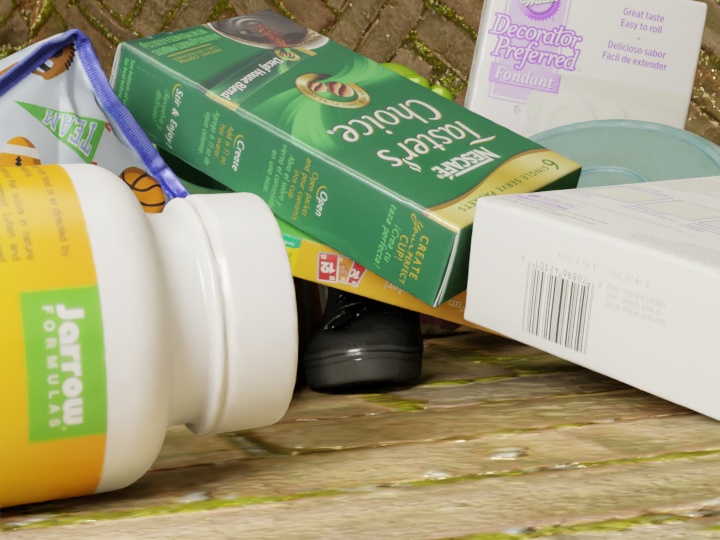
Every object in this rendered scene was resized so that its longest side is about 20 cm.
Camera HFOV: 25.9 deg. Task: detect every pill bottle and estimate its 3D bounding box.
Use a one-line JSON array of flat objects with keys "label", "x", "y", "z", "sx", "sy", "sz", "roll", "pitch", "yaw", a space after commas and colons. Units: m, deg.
[{"label": "pill bottle", "x": -0.127, "y": 0.023, "z": 0.513, "sx": 0.200, "sy": 0.111, "sz": 0.111, "roll": -6, "pitch": 3, "yaw": -21}]

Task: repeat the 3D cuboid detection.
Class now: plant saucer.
[{"label": "plant saucer", "x": 0.146, "y": -0.035, "z": 0.944, "sx": 0.200, "sy": 0.027, "sz": 0.200, "roll": -7, "pitch": 39, "yaw": 5}]

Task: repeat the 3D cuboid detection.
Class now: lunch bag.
[{"label": "lunch bag", "x": -0.200, "y": 0.003, "z": 0.700, "sx": 0.200, "sy": 0.124, "sz": 0.170, "roll": -43, "pitch": 17, "yaw": -33}]

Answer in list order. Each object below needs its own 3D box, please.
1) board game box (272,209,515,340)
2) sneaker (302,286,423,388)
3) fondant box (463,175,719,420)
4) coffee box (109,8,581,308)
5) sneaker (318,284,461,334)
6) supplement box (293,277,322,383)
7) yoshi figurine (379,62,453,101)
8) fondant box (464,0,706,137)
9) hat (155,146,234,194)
[{"label": "board game box", "x": 0.041, "y": -0.010, "z": 0.755, "sx": 0.200, "sy": 0.030, "sz": 0.096, "roll": 18, "pitch": 28, "yaw": -2}, {"label": "sneaker", "x": 0.003, "y": 0.000, "z": 0.822, "sx": 0.060, "sy": 0.105, "sz": 0.200, "roll": -5, "pitch": 3, "yaw": 6}, {"label": "fondant box", "x": 0.166, "y": 0.003, "z": 0.672, "sx": 0.200, "sy": 0.058, "sz": 0.144, "roll": -8, "pitch": 20, "yaw": -39}, {"label": "coffee box", "x": -0.007, "y": -0.062, "z": 0.750, "sx": 0.200, "sy": 0.044, "sz": 0.123, "roll": 31, "pitch": 32, "yaw": 25}, {"label": "sneaker", "x": -0.029, "y": 0.009, "z": 0.979, "sx": 0.200, "sy": 0.081, "sz": 0.088, "roll": 5, "pitch": -9, "yaw": -34}, {"label": "supplement box", "x": -0.063, "y": 0.027, "z": 0.783, "sx": 0.066, "sy": 0.069, "sz": 0.200, "roll": -5, "pitch": 6, "yaw": 6}, {"label": "yoshi figurine", "x": -0.003, "y": -0.067, "z": 1.110, "sx": 0.112, "sy": 0.112, "sz": 0.200, "roll": -4, "pitch": -40, "yaw": -52}, {"label": "fondant box", "x": 0.141, "y": -0.093, "z": 1.066, "sx": 0.144, "sy": 0.201, "sz": 0.058, "roll": 11, "pitch": 0, "yaw": 1}, {"label": "hat", "x": -0.060, "y": -0.037, "z": 1.073, "sx": 0.200, "sy": 0.176, "sz": 0.166, "roll": 20, "pitch": 53, "yaw": 31}]
